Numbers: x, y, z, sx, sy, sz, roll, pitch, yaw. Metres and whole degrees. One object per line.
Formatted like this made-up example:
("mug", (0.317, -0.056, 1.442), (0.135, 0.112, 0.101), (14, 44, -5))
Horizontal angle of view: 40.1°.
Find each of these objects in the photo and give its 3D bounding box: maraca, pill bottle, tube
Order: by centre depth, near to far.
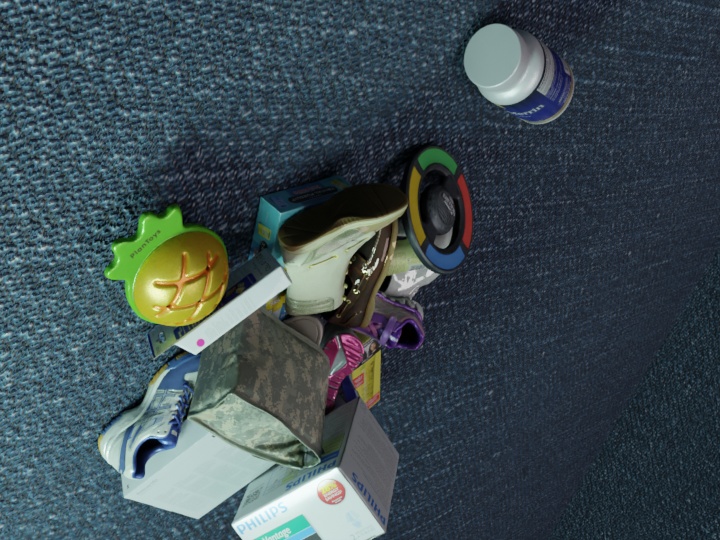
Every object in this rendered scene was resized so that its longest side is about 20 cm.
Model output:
("maraca", (-0.228, -0.003, 1.184), (0.137, 0.107, 0.200), (-47, 149, -7))
("pill bottle", (0.243, -0.303, 1.513), (0.199, 0.115, 0.117), (11, 114, -56))
("tube", (0.025, -0.016, 1.564), (0.196, 0.052, 0.059), (-12, 94, -24))

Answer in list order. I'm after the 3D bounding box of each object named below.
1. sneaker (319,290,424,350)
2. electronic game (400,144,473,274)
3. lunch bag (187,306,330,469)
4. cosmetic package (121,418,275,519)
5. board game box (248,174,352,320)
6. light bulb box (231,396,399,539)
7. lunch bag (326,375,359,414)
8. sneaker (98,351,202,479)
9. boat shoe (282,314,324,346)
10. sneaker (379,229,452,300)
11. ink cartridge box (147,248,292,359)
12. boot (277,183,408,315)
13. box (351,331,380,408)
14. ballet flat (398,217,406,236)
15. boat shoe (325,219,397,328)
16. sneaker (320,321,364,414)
("sneaker", (0.027, 0.081, 1.595), (0.197, 0.089, 0.081), (15, 121, -27))
("electronic game", (0.122, -0.096, 1.546), (0.198, 0.041, 0.205), (14, 72, -52))
("lunch bag", (-0.125, 0.166, 1.366), (0.117, 0.166, 0.199), (-30, 128, 33))
("cosmetic package", (-0.228, 0.280, 1.437), (0.199, 0.052, 0.150), (-37, 140, 21))
("board game box", (-0.091, -0.025, 1.412), (0.150, 0.047, 0.203), (-21, 138, -42))
("light bulb box", (-0.060, 0.321, 1.451), (0.196, 0.126, 0.201), (-31, -166, 19))
("lunch bag", (-0.050, 0.269, 1.639), (0.122, 0.171, 0.203), (12, 114, -21))
("sneaker", (-0.267, 0.203, 1.369), (0.201, 0.088, 0.075), (-49, 148, -9))
("boat shoe", (-0.107, 0.119, 1.498), (0.201, 0.072, 0.063), (-52, 177, 40))
("sneaker", (0.077, -0.009, 1.647), (0.201, 0.075, 0.088), (-52, 138, 2))
("ink cartridge box", (-0.185, 0.050, 1.281), (0.198, 0.095, 0.037), (-34, 112, -6))
("boot", (-0.024, -0.027, 1.378), (0.197, 0.072, 0.156), (-25, 141, -23))
("box", (-0.005, 0.175, 1.739), (0.075, 0.050, 0.202), (-35, 146, -29))
("ballet flat", (0.051, -0.084, 1.545), (0.198, 0.072, 0.073), (6, 118, -54))
("boat shoe", (0.000, 0.000, 1.456), (0.069, 0.071, 0.203), (9, 117, -16))
("sneaker", (-0.062, 0.155, 1.563), (0.081, 0.089, 0.201), (29, 116, -20))
